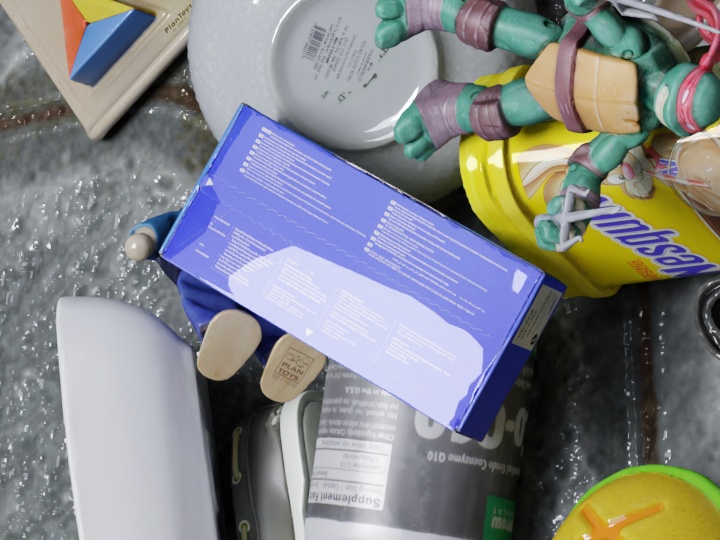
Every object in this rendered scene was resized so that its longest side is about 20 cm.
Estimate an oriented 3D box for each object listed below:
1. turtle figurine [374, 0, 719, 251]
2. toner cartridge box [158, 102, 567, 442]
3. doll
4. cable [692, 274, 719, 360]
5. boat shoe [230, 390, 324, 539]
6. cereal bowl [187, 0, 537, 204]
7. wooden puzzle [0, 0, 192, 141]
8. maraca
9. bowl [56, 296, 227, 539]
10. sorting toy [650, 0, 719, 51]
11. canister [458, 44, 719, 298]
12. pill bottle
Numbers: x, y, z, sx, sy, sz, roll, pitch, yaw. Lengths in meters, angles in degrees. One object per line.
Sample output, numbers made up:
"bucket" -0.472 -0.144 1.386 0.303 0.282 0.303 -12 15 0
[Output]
"turtle figurine" 0.102 -0.087 1.429 0.199 0.100 0.151 13 110 38
"toner cartridge box" 0.000 0.000 1.554 0.199 0.043 0.095 31 91 24
"doll" -0.069 0.008 1.691 0.049 0.136 0.200 -62 22 18
"cable" 0.236 0.073 1.510 0.097 0.050 0.201 -34 64 21
"boat shoe" -0.039 0.171 1.670 0.060 0.072 0.203 -17 65 33
"cereal bowl" 0.000 -0.120 1.633 0.199 0.083 0.201 1 107 4
"wooden puzzle" -0.157 -0.211 1.846 0.185 0.046 0.200 -45 59 19
"maraca" 0.146 0.199 1.511 0.137 0.107 0.201 -6 77 42
"bowl" -0.118 0.117 1.675 0.074 0.200 0.201 -9 78 -1
"sorting toy" 0.232 -0.185 1.507 0.200 0.185 0.036 -41 95 19
"canister" 0.172 -0.055 1.521 0.199 0.148 0.087 -8 59 31
"pill bottle" 0.031 0.106 1.608 0.113 0.113 0.201 4 83 35
